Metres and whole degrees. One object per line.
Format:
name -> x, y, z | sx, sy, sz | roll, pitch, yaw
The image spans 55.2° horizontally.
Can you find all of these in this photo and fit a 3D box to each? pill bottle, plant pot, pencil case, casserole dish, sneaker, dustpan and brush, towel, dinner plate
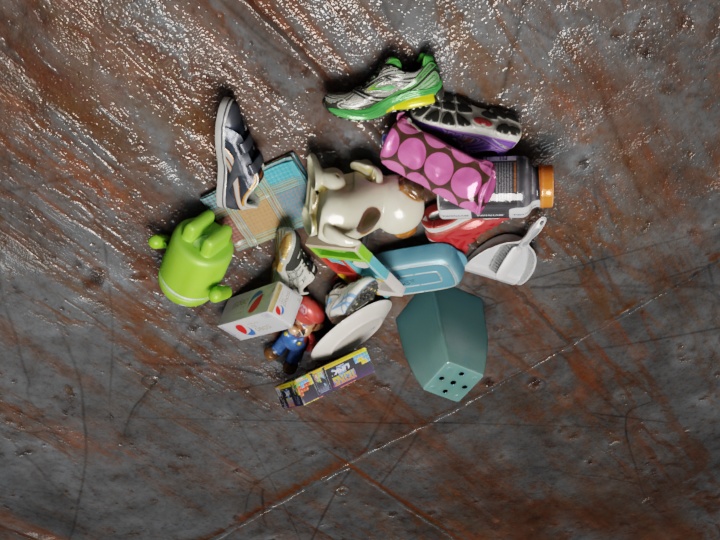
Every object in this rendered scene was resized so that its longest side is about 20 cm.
pill bottle -> 0.234, -0.144, 1.193 | 0.196, 0.107, 0.108 | 0, 132, 14
plant pot -> 0.172, 0.151, 1.400 | 0.139, 0.202, 0.142 | 22, 126, -21
pencil case -> 0.129, -0.174, 1.118 | 0.198, 0.091, 0.095 | 29, 117, 11
casserole dish -> 0.111, 0.003, 1.341 | 0.196, 0.039, 0.122 | -8, 144, 23
sneaker -> -0.200, -0.192, 1.159 | 0.078, 0.079, 0.203 | 10, 131, 2
dustpan and brush -> 0.300, -0.041, 1.340 | 0.137, 0.058, 0.202 | 15, 127, -16
towel -> -0.175, -0.119, 1.266 | 0.197, 0.022, 0.148 | -21, 128, 14
dinner plate -> -0.013, 0.130, 1.405 | 0.198, 0.024, 0.201 | -34, 163, -12
sneaker -> 0.173, -0.233, 1.163 | 0.196, 0.082, 0.084 | 14, 140, -12
sneaker -> 0.032, -0.298, 1.106 | 0.196, 0.078, 0.086 | -15, 121, 0
sneaker -> -0.025, 0.049, 1.334 | 0.071, 0.073, 0.200 | -26, 172, -28
sneaker -> 0.217, -0.091, 1.300 | 0.196, 0.080, 0.116 | -10, 145, 9
sneaker -> -0.122, -0.017, 1.316 | 0.086, 0.077, 0.201 | 0, 150, -12

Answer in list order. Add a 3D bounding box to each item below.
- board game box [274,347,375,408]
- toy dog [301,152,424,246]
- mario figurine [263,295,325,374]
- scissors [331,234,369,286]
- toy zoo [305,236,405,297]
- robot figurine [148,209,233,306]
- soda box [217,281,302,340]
board game box -> -0.079, 0.227, 1.431 | 0.163, 0.058, 0.200 | -21, 175, -21
toy dog -> 0.014, -0.117, 1.175 | 0.196, 0.194, 0.142 | -4, 118, -17
mario figurine -> -0.144, 0.136, 1.425 | 0.121, 0.107, 0.202 | 11, 132, -22
scissors -> 0.007, -0.024, 1.366 | 0.072, 0.014, 0.202 | 20, 125, -16
toy zoo -> 0.000, 0.000, 1.301 | 0.130, 0.021, 0.200 | 8, 155, 41
robot figurine -> -0.306, -0.015, 1.276 | 0.175, 0.116, 0.201 | 38, 130, 2
soda box -> -0.199, 0.081, 1.346 | 0.063, 0.069, 0.198 | 35, 149, -29
